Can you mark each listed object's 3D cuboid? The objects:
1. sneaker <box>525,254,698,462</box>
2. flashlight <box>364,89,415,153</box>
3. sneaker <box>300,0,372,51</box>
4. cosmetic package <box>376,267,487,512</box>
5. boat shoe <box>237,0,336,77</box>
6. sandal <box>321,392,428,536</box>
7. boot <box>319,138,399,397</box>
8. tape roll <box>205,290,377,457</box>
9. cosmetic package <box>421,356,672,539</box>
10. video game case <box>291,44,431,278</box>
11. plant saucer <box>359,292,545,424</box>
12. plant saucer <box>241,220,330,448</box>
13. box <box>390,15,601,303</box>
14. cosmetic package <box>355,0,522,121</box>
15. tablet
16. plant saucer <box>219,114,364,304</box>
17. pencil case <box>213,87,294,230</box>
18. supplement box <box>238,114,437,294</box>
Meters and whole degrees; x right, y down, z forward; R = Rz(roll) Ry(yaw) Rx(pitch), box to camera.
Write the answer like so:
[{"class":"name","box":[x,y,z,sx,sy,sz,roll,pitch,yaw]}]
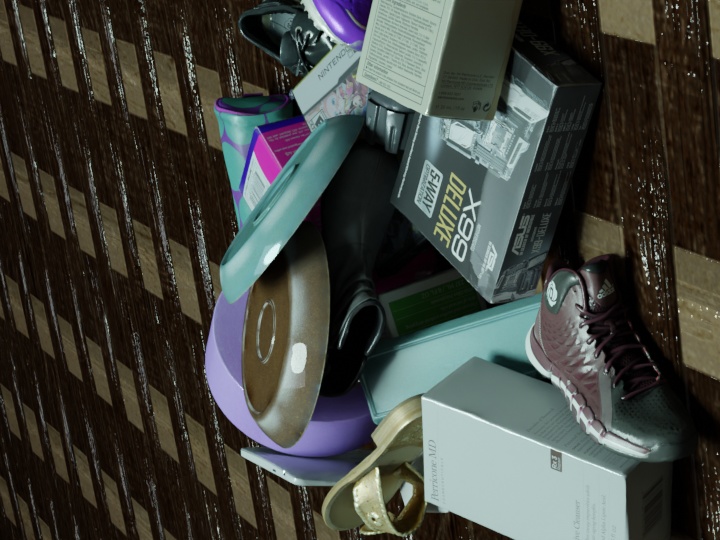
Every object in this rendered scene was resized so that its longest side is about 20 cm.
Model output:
[{"class":"sneaker","box":[0.191,0.057,1.469,0.200,0.075,0.116,43,139,48]},{"class":"flashlight","box":[0.036,-0.202,1.589,0.068,0.067,0.201,-101,18,-63]},{"class":"sneaker","box":[-0.007,-0.291,1.626,0.099,0.069,0.202,-33,63,47]},{"class":"cosmetic package","box":[0.072,0.108,1.713,0.085,0.107,0.201,-18,91,64]},{"class":"boat shoe","box":[-0.053,-0.215,1.804,0.199,0.066,0.075,42,140,45]},{"class":"sandal","box":[0.028,0.195,1.648,0.070,0.077,0.212,61,144,29]},{"class":"boot","box":[0.000,0.000,1.633,0.132,0.069,0.201,-114,35,-59]},{"class":"tape roll","box":[-0.048,0.077,1.830,0.201,0.199,0.066,59,153,27]},{"class":"cosmetic package","box":[0.150,0.159,1.540,0.199,0.081,0.114,16,125,34]},{"class":"video game case","box":[0.030,-0.122,1.683,0.181,0.025,0.201,-40,69,46]},{"class":"plant saucer","box":[0.085,0.077,1.622,0.199,0.019,0.070,-18,90,26]},{"class":"plant saucer","box":[-0.070,0.055,1.672,0.200,0.032,0.202,-173,90,-71]},{"class":"box","box":[0.105,-0.100,1.527,0.158,0.049,0.201,49,134,42]},{"class":"cosmetic package","box":[0.070,-0.225,1.452,0.103,0.073,0.202,33,115,48]},{"class":"tablet","box":[-0.002,0.187,1.820,0.130,0.199,0.014,17,101,61]},{"class":"plant saucer","box":[-0.066,-0.060,1.654,0.027,0.201,0.200,36,156,-8]},{"class":"pencil case","box":[-0.092,-0.084,1.953,0.093,0.084,0.202,-65,-33,-68]},{"class":"supplement box","box":[-0.024,-0.044,1.818,0.201,0.103,0.101,61,152,26]}]
